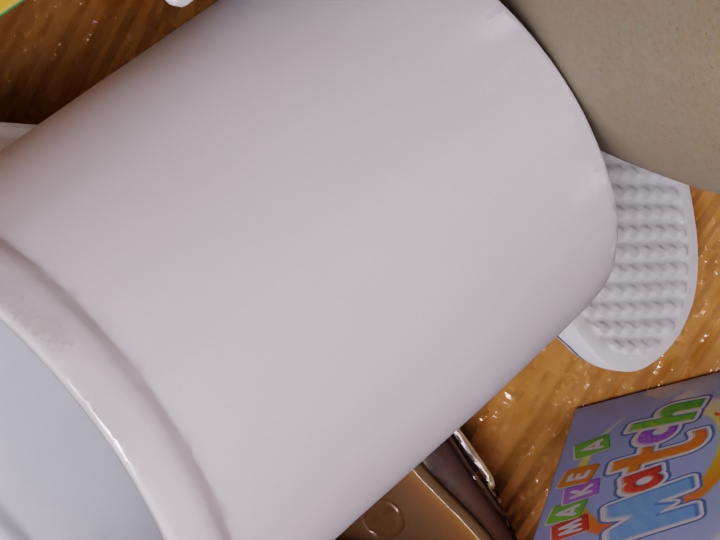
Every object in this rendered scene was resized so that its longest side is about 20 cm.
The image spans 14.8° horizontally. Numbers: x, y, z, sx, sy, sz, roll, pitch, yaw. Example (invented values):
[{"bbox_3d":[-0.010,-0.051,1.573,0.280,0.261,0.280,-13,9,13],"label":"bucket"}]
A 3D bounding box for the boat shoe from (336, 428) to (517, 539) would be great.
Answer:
[{"bbox_3d":[0.019,0.082,1.054,0.070,0.070,0.201,-24,103,30],"label":"boat shoe"}]

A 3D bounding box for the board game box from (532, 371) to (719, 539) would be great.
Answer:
[{"bbox_3d":[0.162,0.070,0.971,0.199,0.151,0.037,-17,108,19],"label":"board game box"}]

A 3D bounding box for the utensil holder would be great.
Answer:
[{"bbox_3d":[-0.038,0.005,0.894,0.170,0.200,0.170,38,151,26],"label":"utensil holder"}]

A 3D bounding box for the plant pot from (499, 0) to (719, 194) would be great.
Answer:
[{"bbox_3d":[0.147,-0.092,0.840,0.186,0.200,0.188,-5,110,-13],"label":"plant pot"}]

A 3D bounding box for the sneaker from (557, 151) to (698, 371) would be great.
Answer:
[{"bbox_3d":[0.054,-0.057,0.983,0.079,0.078,0.201,11,132,54],"label":"sneaker"}]

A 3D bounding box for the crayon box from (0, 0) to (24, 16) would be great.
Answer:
[{"bbox_3d":[-0.182,-0.132,1.015,0.199,0.058,0.119,-30,104,23],"label":"crayon box"}]

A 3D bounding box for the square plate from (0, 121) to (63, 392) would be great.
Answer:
[{"bbox_3d":[-0.188,0.041,0.991,0.197,0.028,0.201,7,95,22],"label":"square plate"}]

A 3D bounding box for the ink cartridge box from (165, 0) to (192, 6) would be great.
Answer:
[{"bbox_3d":[0.006,-0.190,0.872,0.200,0.146,0.084,-37,100,23],"label":"ink cartridge box"}]
